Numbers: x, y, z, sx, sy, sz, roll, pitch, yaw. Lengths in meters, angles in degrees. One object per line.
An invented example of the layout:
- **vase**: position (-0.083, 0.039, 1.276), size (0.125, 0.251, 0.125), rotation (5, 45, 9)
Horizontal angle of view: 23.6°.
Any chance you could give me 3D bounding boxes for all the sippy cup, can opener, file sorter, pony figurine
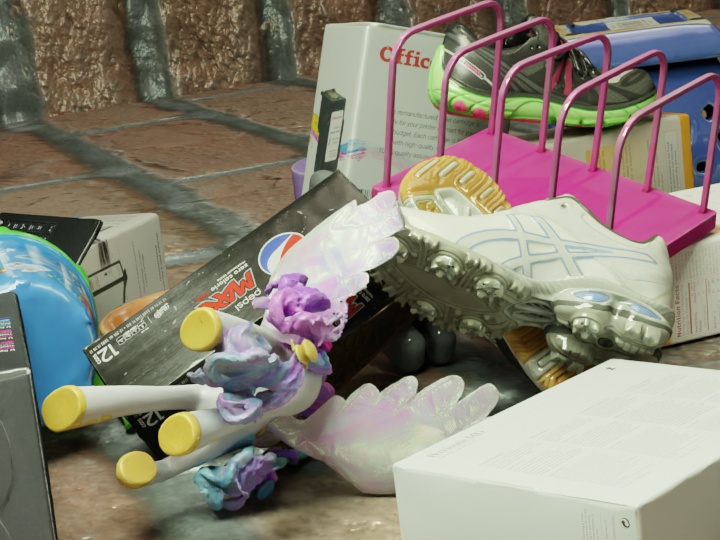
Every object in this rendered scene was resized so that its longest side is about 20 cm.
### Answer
- **sippy cup**: position (-0.229, 0.046, 1.123), size (0.177, 0.141, 0.130), rotation (-9, 9, -18)
- **can opener**: position (0.000, 0.000, 1.257), size (0.052, 0.067, 0.200), rotation (-14, 42, -27)
- **file sorter**: position (0.128, -0.092, 1.169), size (0.199, 0.126, 0.139), rotation (24, 35, 34)
- **pony figurine**: position (-0.046, 0.061, 0.955), size (0.192, 0.167, 0.200), rotation (-30, -17, 26)

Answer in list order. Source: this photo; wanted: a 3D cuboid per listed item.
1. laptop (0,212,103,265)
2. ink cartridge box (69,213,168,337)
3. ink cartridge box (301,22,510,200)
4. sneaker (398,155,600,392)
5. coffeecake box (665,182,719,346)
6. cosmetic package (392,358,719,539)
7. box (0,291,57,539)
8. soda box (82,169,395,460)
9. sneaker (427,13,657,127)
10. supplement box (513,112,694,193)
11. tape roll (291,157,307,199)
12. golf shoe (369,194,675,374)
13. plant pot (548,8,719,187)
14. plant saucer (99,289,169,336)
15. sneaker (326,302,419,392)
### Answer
- **laptop**: position (-0.319, 0.005, 1.260), size (0.199, 0.103, 0.178), rotation (5, 60, 43)
- **ink cartridge box**: position (-0.270, 0.015, 1.426), size (0.145, 0.085, 0.200), rotation (-1, 15, 24)
- **ink cartridge box**: position (0.037, -0.092, 1.393), size (0.145, 0.202, 0.083), rotation (6, 5, -27)
- **sneaker**: position (0.098, 0.017, 1.105), size (0.075, 0.200, 0.088), rotation (-29, -23, -19)
- **coffeecake box**: position (0.246, -0.008, 1.264), size (0.199, 0.074, 0.153), rotation (-11, 15, -19)
- **cosmetic package**: position (0.138, 0.100, 0.892), size (0.150, 0.052, 0.199), rotation (7, 19, 43)
- **box**: position (-0.230, 0.095, 0.956), size (0.105, 0.123, 0.200), rotation (-9, 12, -12)
- **soda box**: position (-0.067, 0.029, 1.072), size (0.199, 0.063, 0.071), rotation (-36, 48, -7)
- **sneaker**: position (0.148, -0.155, 1.331), size (0.199, 0.084, 0.077), rotation (3, 5, -27)
- **supplement box**: position (0.171, -0.050, 1.373), size (0.199, 0.127, 0.073), rotation (-14, 15, -30)
- **tape roll**: position (0.037, -0.070, 1.638), size (0.198, 0.086, 0.200), rotation (-8, 12, 2)
- **golf shoe**: position (0.094, -0.008, 1.034), size (0.199, 0.098, 0.078), rotation (20, -33, -5)
- **plant pot**: position (0.264, -0.149, 1.645), size (0.198, 0.181, 0.200), rotation (-7, 13, 5)
- **plant saucer**: position (-0.099, 0.043, 1.316), size (0.199, 0.038, 0.200), rotation (-6, 12, 1)
- **sneaker**: position (-0.026, 0.021, 1.165), size (0.090, 0.067, 0.200), rotation (34, 53, 26)
